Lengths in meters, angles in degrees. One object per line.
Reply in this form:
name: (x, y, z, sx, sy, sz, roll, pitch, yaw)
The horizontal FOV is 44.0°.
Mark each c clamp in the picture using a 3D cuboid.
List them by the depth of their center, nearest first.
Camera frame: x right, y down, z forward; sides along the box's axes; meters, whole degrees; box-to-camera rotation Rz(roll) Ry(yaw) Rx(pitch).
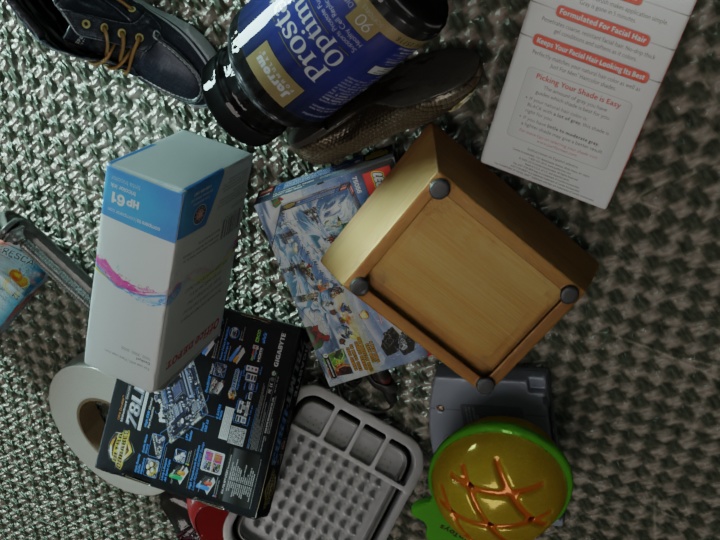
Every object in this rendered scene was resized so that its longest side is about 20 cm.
c clamp: (-0.312, 0.003, 0.943, 0.200, 0.171, 0.027, 44, 90, -1)

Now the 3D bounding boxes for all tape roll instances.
tape roll: (-0.301, 0.193, 1.115, 0.199, 0.037, 0.206, 15, 127, 21)

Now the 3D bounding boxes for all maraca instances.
maraca: (0.126, 0.219, 0.868, 0.135, 0.108, 0.202, 28, 129, 3)

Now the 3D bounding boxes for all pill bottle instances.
pill bottle: (-0.035, -0.184, 0.707, 0.198, 0.112, 0.112, -31, 107, 35)

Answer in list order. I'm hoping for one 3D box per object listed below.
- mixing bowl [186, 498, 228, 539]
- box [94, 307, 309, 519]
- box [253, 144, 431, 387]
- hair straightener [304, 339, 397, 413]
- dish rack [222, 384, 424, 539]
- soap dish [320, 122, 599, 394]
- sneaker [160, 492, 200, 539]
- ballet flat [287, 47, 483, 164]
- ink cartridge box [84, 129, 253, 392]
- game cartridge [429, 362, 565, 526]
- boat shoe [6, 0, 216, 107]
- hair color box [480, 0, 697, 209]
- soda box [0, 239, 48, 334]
mixing bowl: (-0.132, 0.275, 1.063, 0.196, 0.109, 0.204, 11, 125, 16)
box: (-0.168, 0.138, 0.951, 0.194, 0.050, 0.205, 12, 85, 17)
box: (0.000, 0.000, 0.833, 0.134, 0.040, 0.203, -16, 114, 10)
hair straightener: (-0.016, 0.071, 0.925, 0.076, 0.041, 0.202, -11, 121, 29)
dish rack: (-0.041, 0.243, 0.979, 0.170, 0.044, 0.203, 29, 86, -8)
soap dish: (0.086, 0.000, 0.763, 0.199, 0.082, 0.158, 37, 111, -14)
sneaker: (-0.202, 0.381, 1.159, 0.075, 0.116, 0.200, -32, 106, 36)
ballet flat: (0.022, -0.131, 0.752, 0.197, 0.068, 0.046, -18, 129, 34)
ink cartridge box: (-0.180, -0.011, 0.839, 0.083, 0.145, 0.204, 18, 114, 11)
game cartridge: (0.140, 0.182, 0.928, 0.130, 0.041, 0.203, -1, 121, 20)
boat shoe: (-0.216, -0.201, 0.787, 0.199, 0.091, 0.071, 37, 129, -4)
hair color box: (0.172, -0.160, 0.664, 0.109, 0.064, 0.203, 22, 129, 10)
soda box: (-0.446, 0.039, 1.068, 0.068, 0.064, 0.199, 44, 129, -10)
